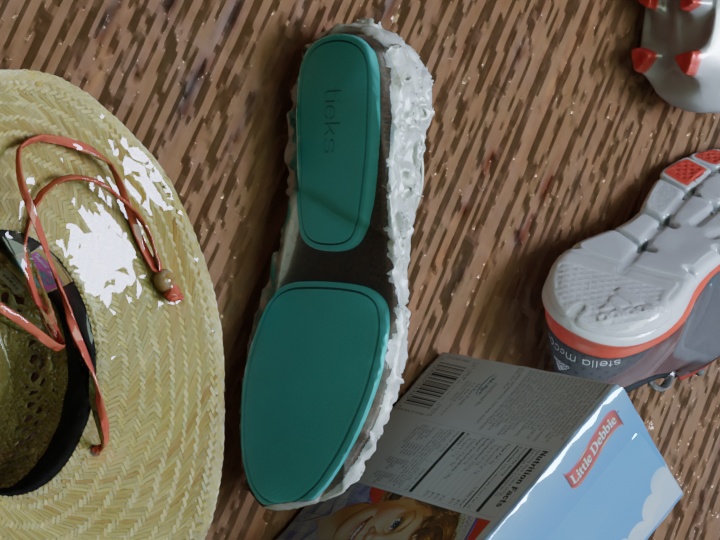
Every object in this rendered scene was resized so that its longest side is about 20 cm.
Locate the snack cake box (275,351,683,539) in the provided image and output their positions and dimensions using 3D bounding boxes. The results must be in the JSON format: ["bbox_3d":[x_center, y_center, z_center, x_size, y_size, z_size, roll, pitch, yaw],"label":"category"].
[{"bbox_3d":[0.024,0.129,0.819,0.200,0.115,0.067,-46,121,-24],"label":"snack cake box"}]

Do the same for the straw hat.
[{"bbox_3d":[-0.136,0.036,0.702,0.201,0.085,0.202,28,55,-49],"label":"straw hat"}]

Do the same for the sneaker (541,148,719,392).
[{"bbox_3d":[0.155,0.006,0.950,0.199,0.077,0.082,-25,137,-32],"label":"sneaker"}]

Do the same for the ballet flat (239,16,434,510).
[{"bbox_3d":[0.000,0.000,0.819,0.071,0.072,0.201,10,90,-38],"label":"ballet flat"}]

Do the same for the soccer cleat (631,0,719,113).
[{"bbox_3d":[0.174,-0.173,0.935,0.077,0.069,0.201,1,102,-43],"label":"soccer cleat"}]
